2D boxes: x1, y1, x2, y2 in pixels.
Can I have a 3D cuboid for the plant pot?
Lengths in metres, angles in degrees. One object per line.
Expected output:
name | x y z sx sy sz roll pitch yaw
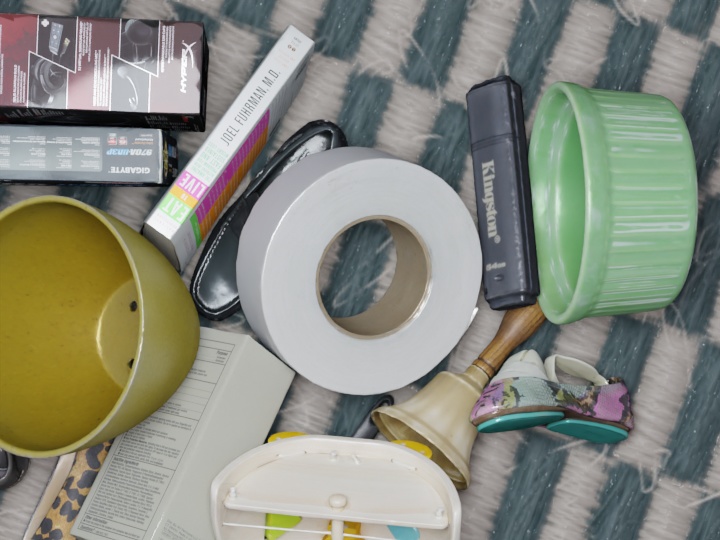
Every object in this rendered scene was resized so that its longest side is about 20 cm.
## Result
plant pot | -0.210 0.049 1.382 0.199 0.142 0.201 -4 83 30

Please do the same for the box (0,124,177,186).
box | -0.256 -0.094 1.440 0.199 0.159 0.046 1 91 -2

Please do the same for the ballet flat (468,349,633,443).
ballet flat | 0.158 0.105 1.459 0.199 0.069 0.072 9 67 -44

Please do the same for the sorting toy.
sorting toy | -0.017 0.236 1.432 0.199 0.107 0.181 5 116 6

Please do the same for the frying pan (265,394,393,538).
frying pan | -0.047 0.189 1.502 0.114 0.031 0.191 15 79 -9

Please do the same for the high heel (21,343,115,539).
high heel | -0.267 0.155 1.476 0.142 0.071 0.201 -28 99 -8

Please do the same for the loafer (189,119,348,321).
loafer | -0.082 -0.045 1.488 0.068 0.070 0.201 36 88 1

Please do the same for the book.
book | -0.109 -0.101 1.443 0.048 0.134 0.200 35 79 -1

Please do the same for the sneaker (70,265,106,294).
sneaker | -0.318 0.018 1.456 0.199 0.074 0.119 12 52 7

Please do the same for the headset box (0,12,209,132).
headset box | -0.222 -0.156 1.379 0.199 0.149 0.078 3 89 -3

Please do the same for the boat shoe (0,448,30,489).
boat shoe | -0.347 0.097 1.484 0.067 0.057 0.201 -32 90 -2

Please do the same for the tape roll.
tape roll | 0.000 0.000 1.453 0.201 0.071 0.204 -5 103 -22

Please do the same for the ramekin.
ramekin | 0.207 -0.056 1.439 0.097 0.200 0.201 -1 89 -8

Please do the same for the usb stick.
usb stick | 0.122 -0.067 1.494 0.055 0.033 0.201 -12 78 38

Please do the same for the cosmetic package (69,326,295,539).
cosmetic package | -0.147 0.150 1.434 0.073 0.103 0.201 42 66 -41

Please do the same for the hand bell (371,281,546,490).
hand bell | 0.109 0.078 1.493 0.104 0.104 0.200 39 74 -1
